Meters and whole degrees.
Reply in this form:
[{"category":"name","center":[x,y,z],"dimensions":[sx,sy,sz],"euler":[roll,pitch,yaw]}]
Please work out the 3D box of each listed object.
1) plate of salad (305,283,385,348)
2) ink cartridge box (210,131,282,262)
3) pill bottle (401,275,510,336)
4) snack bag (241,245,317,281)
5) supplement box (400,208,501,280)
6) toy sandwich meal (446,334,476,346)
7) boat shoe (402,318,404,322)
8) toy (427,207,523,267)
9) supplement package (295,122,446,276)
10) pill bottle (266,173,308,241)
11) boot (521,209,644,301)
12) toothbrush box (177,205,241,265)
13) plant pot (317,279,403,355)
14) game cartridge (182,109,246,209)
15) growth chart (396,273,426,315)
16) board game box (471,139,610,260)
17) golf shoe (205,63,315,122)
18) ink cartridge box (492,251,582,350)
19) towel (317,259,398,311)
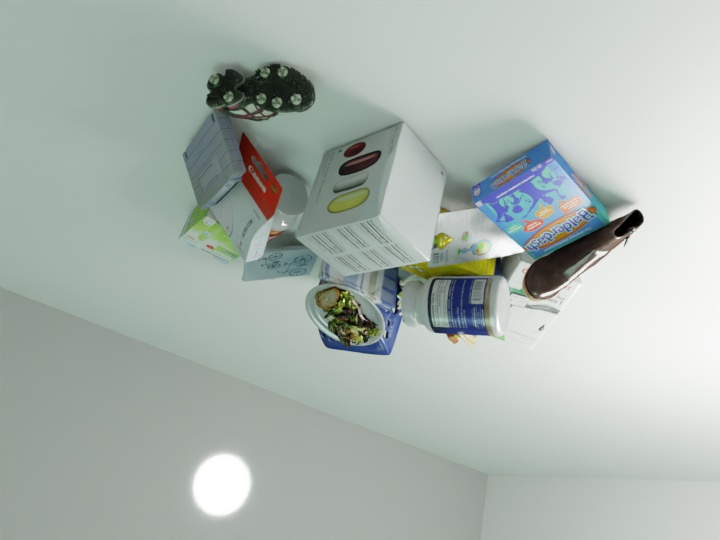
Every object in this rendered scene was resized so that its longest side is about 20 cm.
[{"category":"plate of salad","center":[-0.040,0.111,1.214],"dimensions":[0.197,0.048,0.202],"euler":[14,136,13]},{"category":"ink cartridge box","center":[-0.232,-0.141,1.050],"dimensions":[0.163,0.057,0.201],"euler":[53,145,21]},{"category":"pill bottle","center":[0.186,0.068,1.050],"dimensions":[0.197,0.117,0.116],"euler":[0,150,29]},{"category":"snack bag","center":[-0.210,-0.019,1.370],"dimensions":[0.197,0.022,0.189],"euler":[-7,160,-17]},{"category":"supplement box","center":[0.180,-0.040,1.100],"dimensions":[0.198,0.110,0.109],"euler":[24,152,-14]},{"category":"toy sandwich meal","center":[0.196,0.099,1.217],"dimensions":[0.070,0.207,0.205],"euler":[-33,134,17]},{"category":"boat shoe","center":[0.208,0.103,1.407],"dimensions":[0.196,0.067,0.074],"euler":[2,153,-5]},{"category":"toy","center":[0.217,-0.077,1.005],"dimensions":[0.197,0.047,0.117],"euler":[-12,127,-11]},{"category":"supplement package","center":[0.021,-0.118,0.946],"dimensions":[0.198,0.194,0.147],"euler":[-10,145,41]},{"category":"pill bottle","center":[-0.199,-0.128,1.144],"dimensions":[0.109,0.111,0.199],"euler":[29,151,-25]},{"category":"boot","center":[0.390,-0.030,0.942],"dimensions":[0.073,0.199,0.167],"euler":[54,154,11]},{"category":"toothbrush box","center":[-0.338,-0.102,1.301],"dimensions":[0.145,0.087,0.199],"euler":[31,152,-28]},{"category":"plant pot","center":[-0.010,0.079,1.348],"dimensions":[0.197,0.202,0.181],"euler":[2,144,26]},{"category":"game cartridge","center":[-0.286,-0.209,1.032],"dimensions":[0.038,0.131,0.199],"euler":[-21,179,-38]},{"category":"growth chart","center":[0.146,0.045,1.288],"dimensions":[0.143,0.018,0.201],"euler":[-30,152,-7]},{"category":"board game box","center":[0.312,-0.113,0.919],"dimensions":[0.199,0.045,0.151],"euler":[33,133,-31]},{"category":"golf shoe","center":[-0.157,-0.288,0.880],"dimensions":[0.197,0.079,0.088],"euler":[9,173,19]},{"category":"ink cartridge box","center":[0.345,0.053,1.120],"dimensions":[0.144,0.085,0.202],"euler":[18,125,-7]},{"category":"towel","center":[0.000,0.000,1.236],"dimensions":[0.198,0.148,0.024],"euler":[25,138,-18]}]
